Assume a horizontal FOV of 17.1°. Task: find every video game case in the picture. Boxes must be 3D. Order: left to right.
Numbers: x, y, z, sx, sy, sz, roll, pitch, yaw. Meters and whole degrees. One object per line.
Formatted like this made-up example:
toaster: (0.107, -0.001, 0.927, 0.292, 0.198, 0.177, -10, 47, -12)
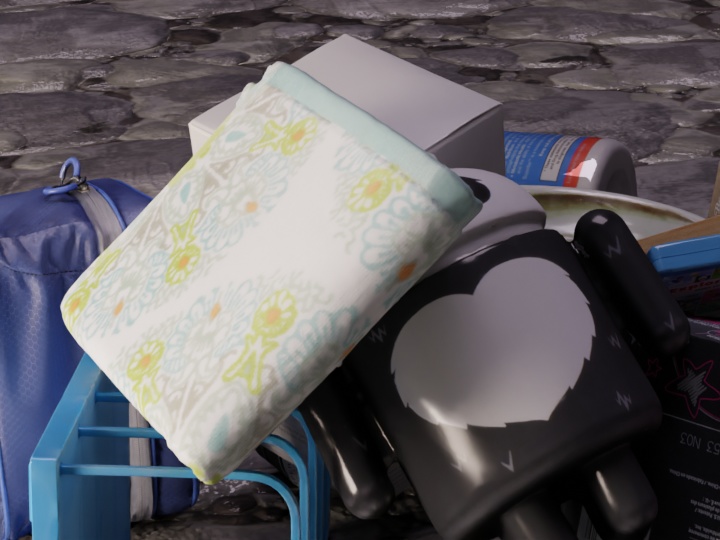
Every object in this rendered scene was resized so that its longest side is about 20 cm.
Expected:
video game case: (0.199, 0.026, 1.282, 0.142, 0.018, 0.200, -9, -24, -12)

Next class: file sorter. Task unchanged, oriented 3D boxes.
file sorter: (-0.081, 0.120, 1.154, 0.122, 0.140, 0.200, 2, 17, 4)

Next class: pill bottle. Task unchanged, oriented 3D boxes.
pill bottle: (0.088, -0.045, 1.705, 0.199, 0.113, 0.112, 6, 19, 24)

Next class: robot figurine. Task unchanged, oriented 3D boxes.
robot figurine: (0.063, 0.048, 1.122, 0.150, 0.201, 0.125, -15, -20, -43)

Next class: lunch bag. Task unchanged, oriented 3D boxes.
lunch bag: (-0.156, 0.039, 1.318, 0.131, 0.201, 0.136, -9, 15, -21)

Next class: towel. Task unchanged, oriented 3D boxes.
towel: (-0.046, -0.004, 1.095, 0.171, 0.048, 0.200, -49, 30, -2)

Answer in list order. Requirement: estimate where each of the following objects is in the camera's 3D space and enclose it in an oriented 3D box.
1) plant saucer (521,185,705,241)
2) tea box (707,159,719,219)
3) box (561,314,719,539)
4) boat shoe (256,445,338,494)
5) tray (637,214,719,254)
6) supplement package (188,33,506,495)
plant saucer: (0.131, -0.001, 1.443, 0.199, 0.051, 0.200, 5, 18, -1)
tea box: (0.342, -0.020, 1.454, 0.199, 0.135, 0.197, 8, 6, -25)
box: (0.209, 0.103, 1.150, 0.114, 0.133, 0.199, 5, 7, -43)
boat shoe: (0.025, 0.069, 1.409, 0.199, 0.073, 0.071, -17, 26, -34)
tray: (0.184, 0.030, 1.347, 0.098, 0.037, 0.200, -17, -23, 5)
supplement package: (0.000, 0.000, 1.276, 0.119, 0.201, 0.121, -32, 44, -33)
